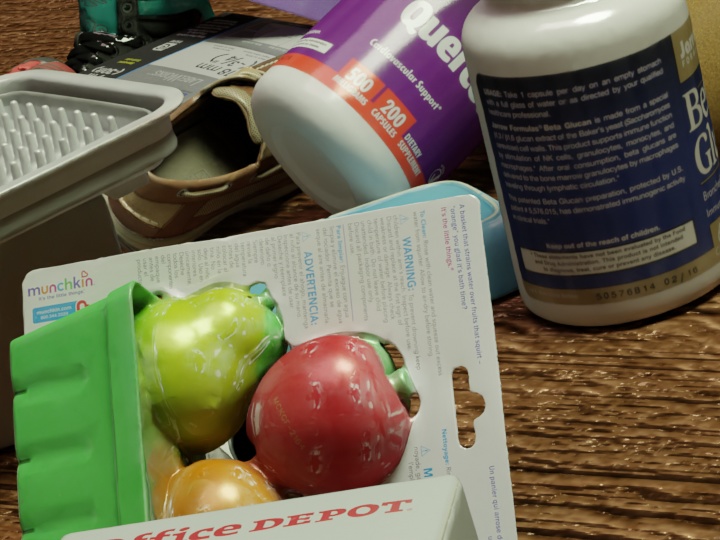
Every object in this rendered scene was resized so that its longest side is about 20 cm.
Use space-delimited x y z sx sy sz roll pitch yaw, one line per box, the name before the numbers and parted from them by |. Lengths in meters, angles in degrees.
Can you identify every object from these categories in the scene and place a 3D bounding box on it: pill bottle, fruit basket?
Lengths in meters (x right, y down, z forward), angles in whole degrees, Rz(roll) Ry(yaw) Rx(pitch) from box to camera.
pill bottle | 0.041 -0.123 1.574 0.200 0.113 0.112 -46 30 -17
fruit basket | -0.038 0.073 1.148 0.200 0.186 0.094 -8 -18 6
pill bottle | 0.111 -0.084 1.372 0.111 0.200 0.111 -13 20 5

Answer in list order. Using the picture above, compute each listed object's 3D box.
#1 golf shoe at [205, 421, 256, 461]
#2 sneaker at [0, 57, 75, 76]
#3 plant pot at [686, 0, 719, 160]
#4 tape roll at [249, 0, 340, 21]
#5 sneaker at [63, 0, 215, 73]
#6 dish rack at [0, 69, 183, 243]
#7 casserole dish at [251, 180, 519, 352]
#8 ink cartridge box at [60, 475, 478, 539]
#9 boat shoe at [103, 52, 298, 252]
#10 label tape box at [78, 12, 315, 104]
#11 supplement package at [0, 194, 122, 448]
golf shoe | -0.061 0.067 1.289 0.094 0.078 0.200 -2 32 14
sneaker | -0.198 -0.056 1.674 0.098 0.071 0.201 1 38 24
plant pot | 0.237 -0.128 1.472 0.200 0.187 0.186 -30 22 -4
tape roll | -0.025 -0.199 1.831 0.200 0.066 0.200 16 7 -2
sneaker | -0.174 -0.144 1.840 0.200 0.121 0.084 -28 24 -32
dish rack | -0.194 -0.039 1.363 0.200 0.044 0.171 -30 24 -33
casserole dish | 0.000 0.000 1.464 0.200 0.039 0.121 -20 20 -13
ink cartridge box | -0.034 0.175 0.863 0.145 0.145 0.200 -9 21 15
boat shoe | -0.066 -0.079 1.635 0.200 0.076 0.072 -41 -11 -37
label tape box | -0.117 -0.094 1.754 0.200 0.063 0.144 -26 23 -30
supplement package | -0.187 0.002 1.475 0.109 0.114 0.200 -19 20 -10
